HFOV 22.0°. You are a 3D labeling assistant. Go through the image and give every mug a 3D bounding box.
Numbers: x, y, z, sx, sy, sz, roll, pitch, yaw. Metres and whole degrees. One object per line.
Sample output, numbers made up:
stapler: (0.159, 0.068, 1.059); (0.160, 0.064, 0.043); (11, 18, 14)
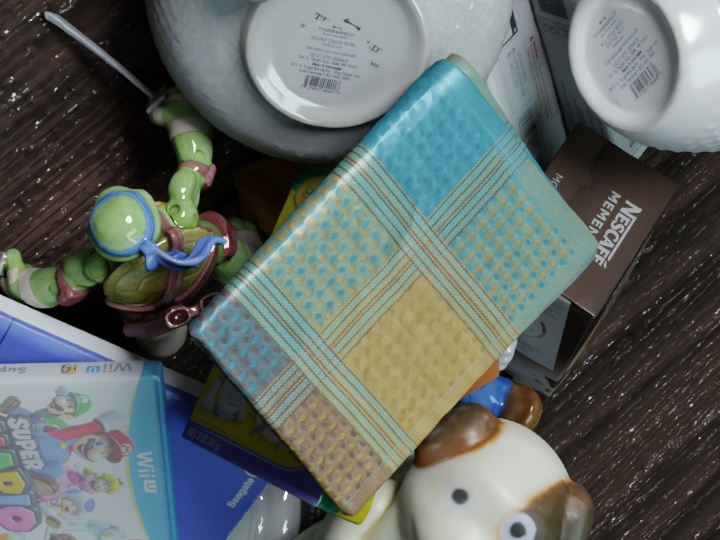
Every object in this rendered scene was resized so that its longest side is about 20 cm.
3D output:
mug: (0.227, -0.153, 1.091); (0.174, 0.149, 0.199); (-20, 174, -38)

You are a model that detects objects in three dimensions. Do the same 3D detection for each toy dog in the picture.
toy dog: (0.060, 0.160, 1.100); (0.193, 0.140, 0.200); (-39, 173, -27)

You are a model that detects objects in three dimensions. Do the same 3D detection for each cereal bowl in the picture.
cereal bowl: (-0.014, -0.136, 0.962); (0.197, 0.084, 0.202); (-3, 125, -4)

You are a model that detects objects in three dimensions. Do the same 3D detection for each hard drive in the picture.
hard drive: (-0.155, 0.101, 1.080); (0.199, 0.025, 0.132); (25, 122, -19)

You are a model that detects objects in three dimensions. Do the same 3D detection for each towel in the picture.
towel: (0.020, 0.007, 0.946); (0.200, 0.022, 0.147); (-46, 118, -14)

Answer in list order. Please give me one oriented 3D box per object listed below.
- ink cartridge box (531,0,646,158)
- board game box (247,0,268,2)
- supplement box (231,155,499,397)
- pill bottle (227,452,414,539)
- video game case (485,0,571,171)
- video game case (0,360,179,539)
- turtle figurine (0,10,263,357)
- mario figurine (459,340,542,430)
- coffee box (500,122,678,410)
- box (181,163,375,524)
ink cartridge box: (0.185, -0.192, 1.207); (0.174, 0.043, 0.201); (-49, 141, -23)
board game box: (-0.048, -0.268, 0.890); (0.200, 0.200, 0.026); (-45, 180, -7)
supplement box: (0.000, 0.000, 1.105); (0.068, 0.200, 0.067); (-27, 135, -23)
pill bottle: (-0.047, 0.153, 1.243); (0.199, 0.114, 0.115); (2, 118, -42)
video game case: (0.133, -0.168, 1.210); (0.182, 0.023, 0.201); (-47, 140, -24)
video game case: (-0.207, 0.113, 1.060); (0.197, 0.018, 0.144); (-1, 126, -1)
turtle figurine: (-0.138, -0.037, 1.054); (0.194, 0.198, 0.145); (54, 55, -68)
mario figurine: (0.029, 0.078, 1.191); (0.199, 0.105, 0.125); (31, 66, -32)
coffee box: (0.132, 0.006, 1.240); (0.113, 0.079, 0.200); (-53, 171, -22)
box: (-0.009, 0.023, 1.012); (0.048, 0.117, 0.202); (31, 82, -47)
